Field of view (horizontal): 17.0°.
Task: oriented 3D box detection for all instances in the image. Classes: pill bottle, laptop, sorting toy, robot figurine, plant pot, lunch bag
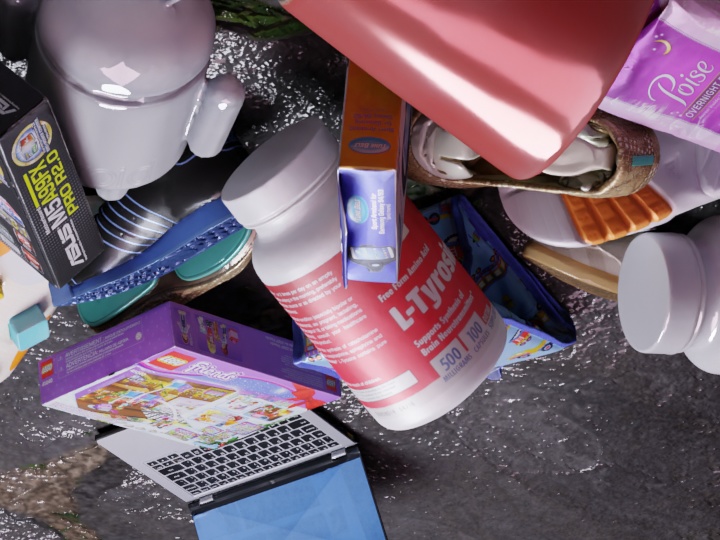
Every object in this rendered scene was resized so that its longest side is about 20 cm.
[{"bbox_3d":[0.000,0.000,1.609,0.112,0.113,0.200,-26,113,35],"label":"pill bottle"},{"bbox_3d":[-0.093,0.202,2.000,0.186,0.117,0.200,-22,138,30],"label":"laptop"},{"bbox_3d":[-0.279,-0.012,1.750,0.199,0.107,0.180,26,120,-29],"label":"sorting toy"},{"bbox_3d":[-0.154,-0.130,1.530,0.169,0.113,0.200,22,144,1],"label":"robot figurine"},{"bbox_3d":[0.285,0.017,1.676,0.198,0.112,0.111,1,147,-20],"label":"pill bottle"},{"bbox_3d":[0.060,-0.179,1.391,0.176,0.201,0.201,25,141,-14],"label":"plant pot"},{"bbox_3d":[0.060,0.043,1.797,0.150,0.095,0.200,-19,149,24],"label":"lunch bag"}]

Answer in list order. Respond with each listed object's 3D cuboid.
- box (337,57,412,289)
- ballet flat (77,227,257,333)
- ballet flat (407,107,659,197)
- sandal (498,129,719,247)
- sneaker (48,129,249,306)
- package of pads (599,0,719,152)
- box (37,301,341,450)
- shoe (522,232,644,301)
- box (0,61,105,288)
[{"bbox_3d":[0.011,-0.089,1.500,0.041,0.201,0.119,1,146,3],"label":"box"},{"bbox_3d":[-0.126,-0.010,1.760,0.199,0.071,0.065,-25,163,39],"label":"ballet flat"},{"bbox_3d":[0.094,-0.085,1.577,0.198,0.071,0.065,3,-173,19],"label":"ballet flat"},{"bbox_3d":[0.196,-0.063,1.634,0.205,0.080,0.059,-12,172,2],"label":"sandal"},{"bbox_3d":[-0.151,-0.040,1.691,0.199,0.078,0.070,-27,170,32],"label":"sneaker"},{"bbox_3d":[0.247,-0.131,1.526,0.199,0.076,0.121,19,140,-18],"label":"package of pads"},{"bbox_3d":[-0.128,0.083,1.835,0.136,0.039,0.199,-23,154,31],"label":"box"},{"bbox_3d":[0.213,0.000,1.751,0.199,0.054,0.070,17,176,-12],"label":"shoe"},{"bbox_3d":[-0.258,-0.097,1.543,0.200,0.044,0.161,37,159,28],"label":"box"}]
